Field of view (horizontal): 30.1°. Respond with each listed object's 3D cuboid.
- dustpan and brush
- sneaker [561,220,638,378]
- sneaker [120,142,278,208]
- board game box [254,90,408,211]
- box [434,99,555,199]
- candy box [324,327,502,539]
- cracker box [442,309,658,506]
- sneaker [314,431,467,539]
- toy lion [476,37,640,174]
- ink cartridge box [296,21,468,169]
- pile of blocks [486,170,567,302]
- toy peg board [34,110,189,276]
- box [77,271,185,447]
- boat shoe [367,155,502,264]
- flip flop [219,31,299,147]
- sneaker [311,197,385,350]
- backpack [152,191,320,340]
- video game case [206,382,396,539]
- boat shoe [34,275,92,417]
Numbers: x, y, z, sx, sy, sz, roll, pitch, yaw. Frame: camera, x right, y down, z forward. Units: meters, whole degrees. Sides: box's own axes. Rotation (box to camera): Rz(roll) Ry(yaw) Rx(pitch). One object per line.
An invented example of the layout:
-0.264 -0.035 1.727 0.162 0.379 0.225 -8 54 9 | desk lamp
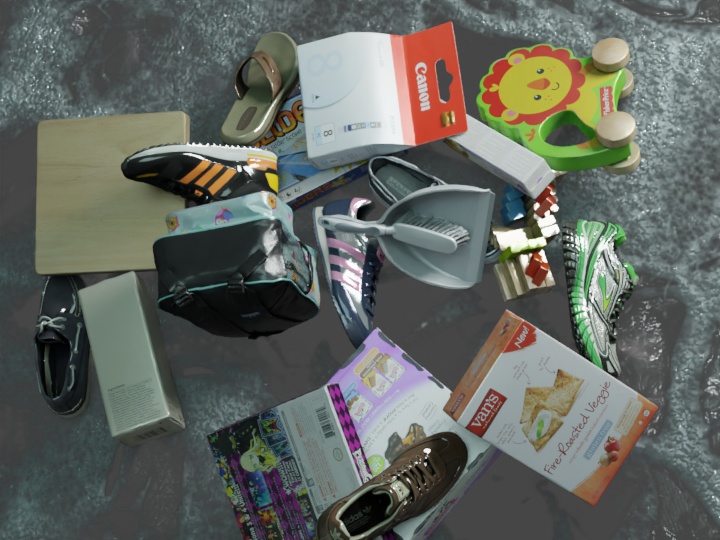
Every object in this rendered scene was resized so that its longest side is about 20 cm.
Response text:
0.050 -0.048 1.600 0.200 0.140 0.057 14 34 13 | dustpan and brush
0.284 0.031 1.559 0.085 0.078 0.200 -6 71 9 | sneaker
-0.191 -0.104 1.637 0.200 0.070 0.090 -2 80 -26 | sneaker
-0.057 -0.166 1.722 0.200 0.034 0.136 -27 68 2 | board game box
0.152 -0.150 1.632 0.041 0.039 0.200 -49 47 -5 | box
0.041 0.197 1.559 0.200 0.072 0.168 40 83 22 | candy box
0.210 0.152 1.479 0.200 0.058 0.134 32 92 -17 | cracker box
0.044 0.241 1.440 0.200 0.076 0.071 -34 88 -20 | sneaker
0.238 -0.201 1.638 0.191 0.069 0.200 -7 51 14 | toy lion
0.024 -0.226 1.668 0.200 0.047 0.160 -13 68 17 | ink cartridge box
0.201 -0.063 1.599 0.082 0.062 0.200 11 68 -9 | pile of blocks
-0.306 -0.092 1.730 0.199 0.098 0.200 -3 83 11 | toy peg board
-0.284 0.110 1.661 0.082 0.068 0.200 -18 69 5 | box
0.091 -0.079 1.642 0.200 0.068 0.072 37 83 19 | boat shoe
-0.134 -0.241 1.727 0.081 0.058 0.200 0 49 29 | flip flop
0.000 0.000 1.636 0.082 0.070 0.200 -18 71 8 | sneaker
-0.139 0.001 1.600 0.175 0.200 0.154 -14 63 15 | backpack
-0.069 0.250 1.526 0.181 0.036 0.200 -25 82 28 | video game case
-0.377 0.083 1.693 0.072 0.063 0.200 -10 70 9 | boat shoe
